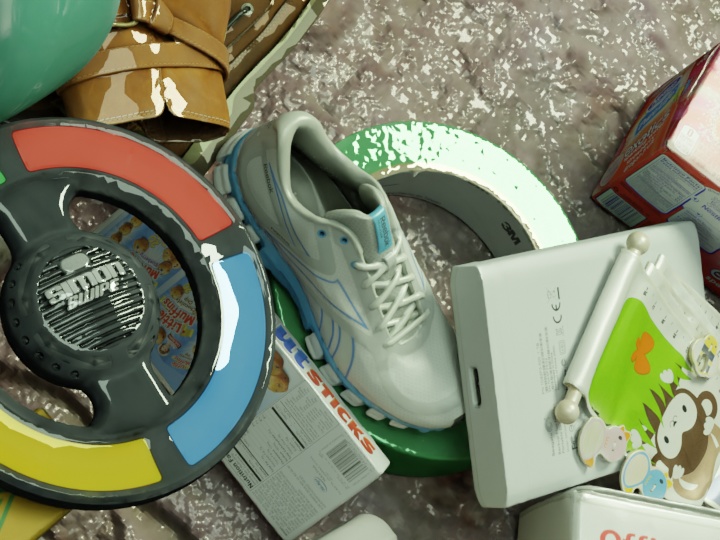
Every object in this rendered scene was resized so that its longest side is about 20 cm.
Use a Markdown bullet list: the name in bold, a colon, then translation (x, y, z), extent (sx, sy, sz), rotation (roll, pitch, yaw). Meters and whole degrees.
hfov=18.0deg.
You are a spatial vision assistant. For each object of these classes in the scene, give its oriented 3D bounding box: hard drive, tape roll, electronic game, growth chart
- **hard drive**: translation (0.131, 0.049, 1.286), extent (0.200, 0.026, 0.132), rotation (-11, 96, -47)
- **tape roll**: translation (0.035, 0.016, 1.301), extent (0.200, 0.048, 0.201), rotation (7, 70, -20)
- **electronic game**: translation (-0.135, 0.018, 1.096), extent (0.199, 0.042, 0.201), rotation (10, 65, -21)
- **growth chart**: translation (0.187, 0.072, 1.314), extent (0.200, 0.018, 0.145), rotation (35, 64, -39)

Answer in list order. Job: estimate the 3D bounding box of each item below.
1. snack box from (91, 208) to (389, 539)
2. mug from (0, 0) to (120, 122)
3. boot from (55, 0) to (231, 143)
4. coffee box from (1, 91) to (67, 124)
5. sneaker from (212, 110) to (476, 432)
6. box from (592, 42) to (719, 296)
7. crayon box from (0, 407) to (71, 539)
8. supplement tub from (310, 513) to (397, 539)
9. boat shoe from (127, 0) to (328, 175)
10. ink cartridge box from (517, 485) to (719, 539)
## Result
- **snack box**: translation (-0.073, 0.048, 1.233), extent (0.200, 0.072, 0.024), rotation (52, 22, 0)
- **mug**: translation (-0.216, -0.132, 1.080), extent (0.152, 0.185, 0.114), rotation (58, 25, -8)
- **boot**: translation (-0.159, -0.140, 1.173), extent (0.199, 0.077, 0.156), rotation (1, 75, -32)
- **coffee box**: translation (-0.234, -0.131, 1.215), extent (0.199, 0.080, 0.113), rotation (22, 65, -16)
- **sneaker**: translation (0.000, 0.000, 1.217), extent (0.075, 0.087, 0.200), rotation (-40, 93, -30)
- **box**: translation (0.257, -0.035, 1.381), extent (0.200, 0.100, 0.096), rotation (36, 64, -8)
- **crayon box**: translation (-0.206, 0.140, 1.116), extent (0.200, 0.126, 0.052), rotation (-40, 91, -28)
- **supplement tub**: translation (-0.006, 0.242, 1.156), extent (0.145, 0.145, 0.200), rotation (-27, 85, -27)
- **boat shoe**: translation (-0.073, -0.137, 1.290), extent (0.068, 0.072, 0.200), rotation (37, 63, -9)
- **ink cartridge box**: translation (0.160, 0.233, 1.264), extent (0.145, 0.085, 0.201), rotation (13, 71, -19)
